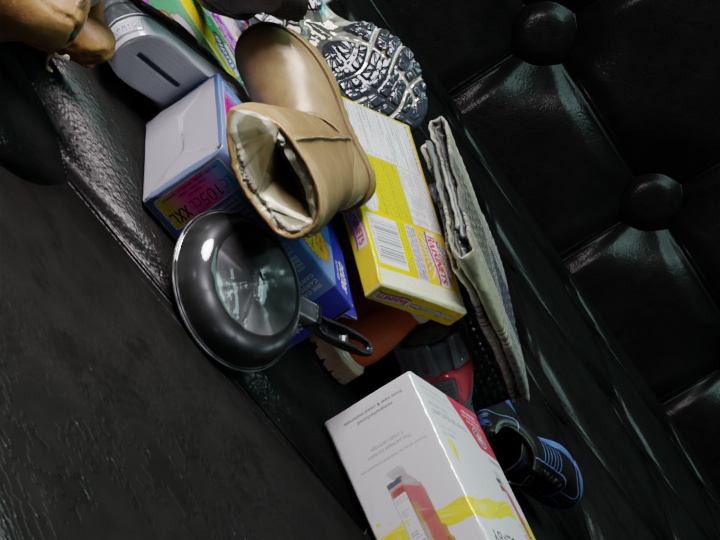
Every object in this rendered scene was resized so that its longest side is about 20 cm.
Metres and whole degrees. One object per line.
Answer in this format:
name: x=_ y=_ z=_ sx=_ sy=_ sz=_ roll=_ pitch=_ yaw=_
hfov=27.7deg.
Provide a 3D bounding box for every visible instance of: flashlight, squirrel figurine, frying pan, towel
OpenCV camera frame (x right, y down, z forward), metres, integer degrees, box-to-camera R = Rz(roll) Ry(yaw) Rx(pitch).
flashlight: x=0.084 y=0.135 z=1.269 sx=0.068 sy=0.068 sz=0.201 roll=-38 pitch=122 yaw=-36
squirrel figurine: x=-0.224 y=-0.206 z=0.897 sx=0.200 sy=0.142 sz=0.187 roll=41 pitch=26 yaw=-10
frying pan: x=-0.057 y=0.036 z=1.016 sx=0.190 sy=0.031 sz=0.115 roll=45 pitch=45 yaw=-26
towel: x=0.097 y=-0.009 z=1.274 sx=0.193 sy=0.034 sz=0.200 roll=-97 pitch=166 yaw=-48

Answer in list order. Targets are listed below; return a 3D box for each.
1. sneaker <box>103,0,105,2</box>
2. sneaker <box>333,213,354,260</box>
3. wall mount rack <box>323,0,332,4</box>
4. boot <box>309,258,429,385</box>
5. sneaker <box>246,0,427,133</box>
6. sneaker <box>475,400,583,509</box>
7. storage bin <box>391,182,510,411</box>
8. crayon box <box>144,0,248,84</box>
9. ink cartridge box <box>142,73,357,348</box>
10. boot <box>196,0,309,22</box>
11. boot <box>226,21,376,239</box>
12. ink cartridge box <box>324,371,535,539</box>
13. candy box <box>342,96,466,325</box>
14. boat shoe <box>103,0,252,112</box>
sneaker: x=-0.215 y=-0.268 z=1.172 sx=0.096 sy=0.079 sz=0.200 roll=58 pitch=18 yaw=-30
sneaker: x=-0.040 y=-0.097 z=1.257 sx=0.200 sy=0.075 sz=0.116 roll=-107 pitch=179 yaw=-57
wall mount rack: x=-0.044 y=-0.208 z=1.506 sx=0.200 sy=0.075 sz=0.174 roll=55 pitch=-29 yaw=-15
boot: x=0.000 y=0.000 z=1.265 sx=0.075 sy=0.107 sz=0.200 roll=45 pitch=16 yaw=-41
sneaker: x=-0.021 y=-0.190 z=1.336 sx=0.200 sy=0.078 sz=0.086 roll=41 pitch=-19 yaw=9
sneaker: x=0.174 y=0.206 z=1.548 sx=0.200 sy=0.070 sz=0.078 roll=44 pitch=21 yaw=-29
storage bin: x=0.072 y=0.033 z=1.396 sx=0.135 sy=0.093 sz=0.200 roll=-99 pitch=167 yaw=-51
crayon box: x=-0.143 y=-0.203 z=1.308 sx=0.200 sy=0.058 sz=0.173 roll=57 pitch=13 yaw=-12
ink cartridge box: x=-0.077 y=-0.033 z=1.116 sx=0.200 sy=0.076 sz=0.137 roll=53 pitch=13 yaw=-29
boot: x=-0.130 y=-0.238 z=1.142 sx=0.130 sy=0.068 sz=0.200 roll=6 pitch=9 yaw=-27
boot: x=-0.056 y=-0.110 z=1.057 sx=0.175 sy=0.066 sz=0.200 roll=55 pitch=14 yaw=3
ink cartridge box: x=0.071 y=0.195 z=1.109 sx=0.145 sy=0.083 sz=0.200 roll=38 pitch=23 yaw=-58
candy box: x=0.022 y=-0.054 z=1.206 sx=0.102 sy=0.026 sz=0.201 roll=21 pitch=43 yaw=-43
boat shoe: x=-0.137 y=-0.156 z=1.161 sx=0.200 sy=0.072 sz=0.071 roll=48 pitch=18 yaw=-55
